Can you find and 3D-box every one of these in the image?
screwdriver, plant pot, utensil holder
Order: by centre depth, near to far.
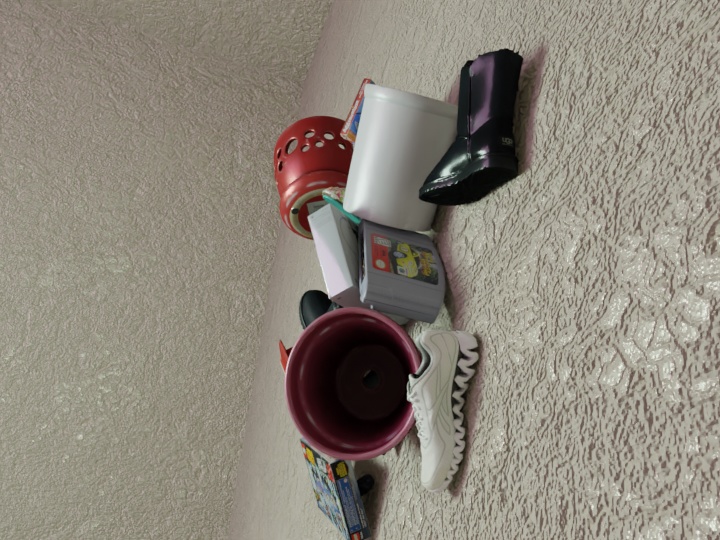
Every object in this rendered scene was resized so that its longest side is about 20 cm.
[{"bbox_3d":[0.004,0.165,0.921,0.179,0.195,0.205,43,-123,-76],"label":"plant pot"},{"bbox_3d":[0.067,-0.183,1.025,0.170,0.166,0.205,-123,45,-70],"label":"utensil holder"},{"bbox_3d":[-0.013,0.405,1.122,0.029,0.028,0.201,-52,-7,-39],"label":"screwdriver"},{"bbox_3d":[-0.075,-0.177,1.262,0.202,0.196,0.185,117,151,-45],"label":"plant pot"}]

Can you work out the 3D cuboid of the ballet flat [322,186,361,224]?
[{"bbox_3d":[0.009,-0.107,1.156,0.075,0.199,0.065,22,76,52],"label":"ballet flat"}]

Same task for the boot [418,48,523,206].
[{"bbox_3d":[0.152,-0.192,0.862,0.199,0.075,0.172,157,121,-65],"label":"boot"}]

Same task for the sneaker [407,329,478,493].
[{"bbox_3d":[0.092,0.174,0.792,0.075,0.079,0.205,162,118,-71],"label":"sneaker"}]

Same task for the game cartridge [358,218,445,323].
[{"bbox_3d":[0.062,-0.005,0.946,0.202,0.130,0.041,-93,24,-54],"label":"game cartridge"}]

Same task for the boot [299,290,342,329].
[{"bbox_3d":[-0.045,0.083,1.134,0.169,0.075,0.203,121,142,-47],"label":"boot"}]

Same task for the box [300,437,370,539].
[{"bbox_3d":[-0.049,0.374,1.093,0.199,0.039,0.140,169,86,-70],"label":"box"}]

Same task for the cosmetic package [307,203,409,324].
[{"bbox_3d":[0.000,0.000,1.023,0.051,0.199,0.154,-25,61,20],"label":"cosmetic package"}]

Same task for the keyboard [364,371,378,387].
[{"bbox_3d":[0.038,0.240,1.070,0.105,0.039,0.201,-50,20,12],"label":"keyboard"}]

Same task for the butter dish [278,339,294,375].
[{"bbox_3d":[-0.066,0.222,1.269,0.203,0.146,0.199,64,171,-19],"label":"butter dish"}]

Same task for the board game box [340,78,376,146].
[{"bbox_3d":[0.044,-0.243,1.118,0.019,0.199,0.105,19,83,37],"label":"board game box"}]
